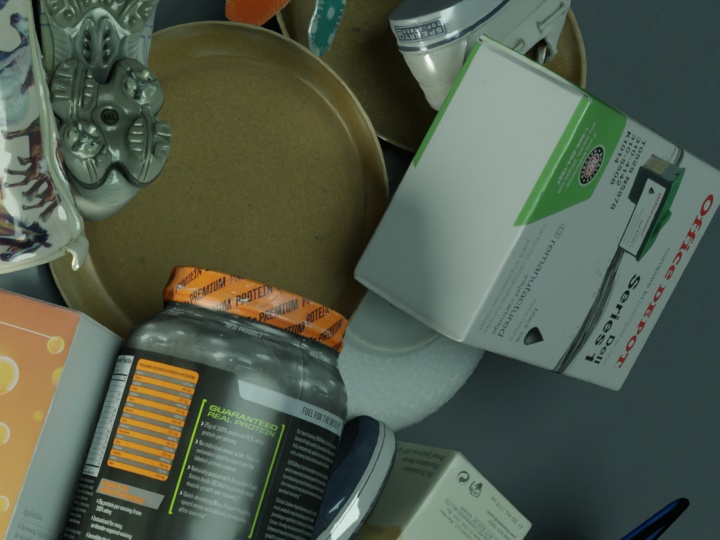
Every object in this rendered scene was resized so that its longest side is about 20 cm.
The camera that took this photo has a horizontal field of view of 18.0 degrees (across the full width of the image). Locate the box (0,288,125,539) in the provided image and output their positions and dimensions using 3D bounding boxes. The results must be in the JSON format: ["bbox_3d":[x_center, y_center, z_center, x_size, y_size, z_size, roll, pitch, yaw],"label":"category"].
[{"bbox_3d":[-0.211,0.110,1.162,0.124,0.097,0.201,15,79,17],"label":"box"}]

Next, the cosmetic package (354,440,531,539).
[{"bbox_3d":[-0.004,0.196,1.291,0.071,0.105,0.200,45,69,-22],"label":"cosmetic package"}]

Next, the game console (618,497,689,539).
[{"bbox_3d":[0.120,0.249,1.323,0.200,0.118,0.171,-28,103,-37],"label":"game console"}]

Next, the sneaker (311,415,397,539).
[{"bbox_3d":[-0.088,0.121,1.250,0.202,0.077,0.146,-44,107,-6],"label":"sneaker"}]

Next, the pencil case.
[{"bbox_3d":[-0.185,-0.095,1.102,0.078,0.089,0.201,-29,111,-64],"label":"pencil case"}]

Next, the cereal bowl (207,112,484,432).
[{"bbox_3d":[0.000,0.000,1.309,0.199,0.083,0.201,0,89,-26],"label":"cereal bowl"}]

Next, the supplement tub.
[{"bbox_3d":[-0.079,0.107,1.155,0.122,0.122,0.201,21,81,-25],"label":"supplement tub"}]

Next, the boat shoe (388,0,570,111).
[{"bbox_3d":[0.083,-0.145,1.289,0.200,0.071,0.070,-45,121,-54],"label":"boat shoe"}]

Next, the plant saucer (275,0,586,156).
[{"bbox_3d":[0.035,-0.136,1.319,0.199,0.035,0.201,14,54,-19],"label":"plant saucer"}]

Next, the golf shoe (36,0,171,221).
[{"bbox_3d":[-0.143,-0.121,1.210,0.078,0.097,0.201,7,66,-14],"label":"golf shoe"}]

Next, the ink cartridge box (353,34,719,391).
[{"bbox_3d":[0.105,-0.025,1.245,0.200,0.084,0.147,18,101,-57],"label":"ink cartridge box"}]

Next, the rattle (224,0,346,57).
[{"bbox_3d":[0.013,-0.222,1.258,0.130,0.143,0.200,55,43,-9],"label":"rattle"}]

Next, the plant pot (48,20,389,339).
[{"bbox_3d":[-0.078,-0.035,1.246,0.199,0.027,0.201,0,90,15],"label":"plant pot"}]
